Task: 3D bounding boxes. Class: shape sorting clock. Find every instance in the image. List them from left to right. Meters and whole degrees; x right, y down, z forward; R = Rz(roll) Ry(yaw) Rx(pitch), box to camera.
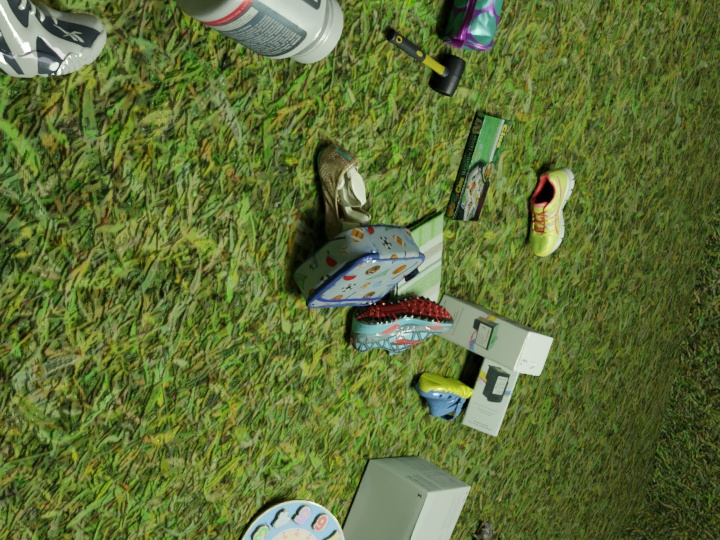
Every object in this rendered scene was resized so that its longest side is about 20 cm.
[{"bbox_3d":[-0.116,0.489,1.545,0.199,0.039,0.201,-3,98,-22],"label":"shape sorting clock"}]

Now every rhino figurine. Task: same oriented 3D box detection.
[{"bbox_3d":[0.337,0.739,2.438,0.087,0.060,0.201,-34,134,-25],"label":"rhino figurine"}]

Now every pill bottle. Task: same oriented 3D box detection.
[{"bbox_3d":[-0.110,-0.312,1.046,0.200,0.119,0.120,16,97,-58],"label":"pill bottle"}]

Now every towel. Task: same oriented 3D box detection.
[{"bbox_3d":[0.098,0.004,1.650,0.149,0.031,0.201,-32,132,-45],"label":"towel"}]

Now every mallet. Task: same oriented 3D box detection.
[{"bbox_3d":[0.105,-0.341,1.427,0.200,0.041,0.066,28,87,-54],"label":"mallet"}]

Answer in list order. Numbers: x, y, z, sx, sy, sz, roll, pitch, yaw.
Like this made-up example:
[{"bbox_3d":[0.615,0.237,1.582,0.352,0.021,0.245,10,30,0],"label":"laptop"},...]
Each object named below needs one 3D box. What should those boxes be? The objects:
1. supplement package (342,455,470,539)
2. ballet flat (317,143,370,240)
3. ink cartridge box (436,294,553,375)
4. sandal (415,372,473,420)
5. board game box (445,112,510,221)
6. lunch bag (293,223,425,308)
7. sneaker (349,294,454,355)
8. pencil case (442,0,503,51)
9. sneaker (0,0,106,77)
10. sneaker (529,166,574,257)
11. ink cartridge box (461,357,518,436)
[{"bbox_3d":[0.089,0.492,1.830,0.200,0.147,0.192,15,97,-58],"label":"supplement package"},{"bbox_3d":[-0.020,-0.096,1.367,0.071,0.065,0.201,-47,144,-31],"label":"ballet flat"},{"bbox_3d":[0.261,0.128,1.800,0.145,0.199,0.084,16,97,-58],"label":"ink cartridge box"},{"bbox_3d":[0.168,0.264,1.871,0.200,0.079,0.087,25,93,-57],"label":"sandal"},{"bbox_3d":[0.220,-0.191,1.702,0.105,0.023,0.201,0,111,-54],"label":"board game box"},{"bbox_3d":[0.000,0.000,1.406,0.160,0.076,0.200,-41,157,27],"label":"lunch bag"},{"bbox_3d":[0.067,0.100,1.593,0.199,0.079,0.096,0,127,-25],"label":"sneaker"},{"bbox_3d":[0.190,-0.449,1.433,0.092,0.085,0.201,-29,134,-66],"label":"pencil case"},{"bbox_3d":[-0.316,-0.247,0.818,0.198,0.079,0.130,-17,133,-39],"label":"sneaker"},{"bbox_3d":[0.395,-0.126,1.965,0.090,0.078,0.201,-5,108,-46],"label":"sneaker"},{"bbox_3d":[0.297,0.242,1.998,0.146,0.082,0.201,-21,130,-77],"label":"ink cartridge box"}]
